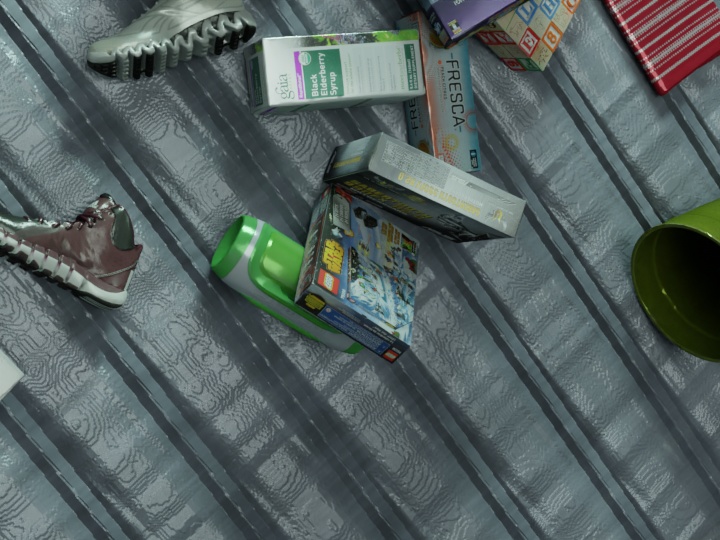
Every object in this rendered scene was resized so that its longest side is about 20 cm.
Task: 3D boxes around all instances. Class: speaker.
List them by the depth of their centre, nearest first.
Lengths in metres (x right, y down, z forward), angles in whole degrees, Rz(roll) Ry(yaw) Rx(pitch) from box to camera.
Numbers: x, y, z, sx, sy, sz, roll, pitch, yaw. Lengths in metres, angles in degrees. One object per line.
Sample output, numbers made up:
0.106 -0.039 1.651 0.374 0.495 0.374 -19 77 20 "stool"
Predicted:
-0.073 0.018 1.456 0.199 0.088 0.089 33 79 -17 "speaker"

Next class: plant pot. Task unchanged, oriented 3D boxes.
0.492 -0.014 1.627 0.192 0.200 0.201 -33 101 -30 "plant pot"

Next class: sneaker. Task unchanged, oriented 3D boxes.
-0.328 -0.047 1.373 0.199 0.075 0.116 33 73 -28 "sneaker"
-0.221 -0.274 1.417 0.199 0.075 0.082 -21 83 -22 "sneaker"

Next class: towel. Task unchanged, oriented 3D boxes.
0.404 -0.352 1.674 0.144 0.022 0.201 -36 100 -15 "towel"

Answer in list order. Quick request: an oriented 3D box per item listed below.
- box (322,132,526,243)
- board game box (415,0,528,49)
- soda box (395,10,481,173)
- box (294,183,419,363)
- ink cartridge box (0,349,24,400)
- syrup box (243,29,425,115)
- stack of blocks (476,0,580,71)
0.073 -0.093 1.473 0.199 0.158 0.049 23 82 -20 "box"
0.144 -0.384 1.470 0.199 0.057 0.166 -32 87 -6 "board game box"
0.095 -0.216 1.531 0.068 0.063 0.202 -7 93 -25 "soda box"
0.000 0.000 1.440 0.137 0.201 0.040 34 123 -17 "box"
-0.448 0.063 1.281 0.084 0.146 0.200 -45 105 -17 "ink cartridge box"
-0.032 -0.235 1.475 0.199 0.081 0.079 -8 92 -22 "syrup box"
0.222 -0.366 1.567 0.115 0.058 0.201 37 76 -36 "stack of blocks"
